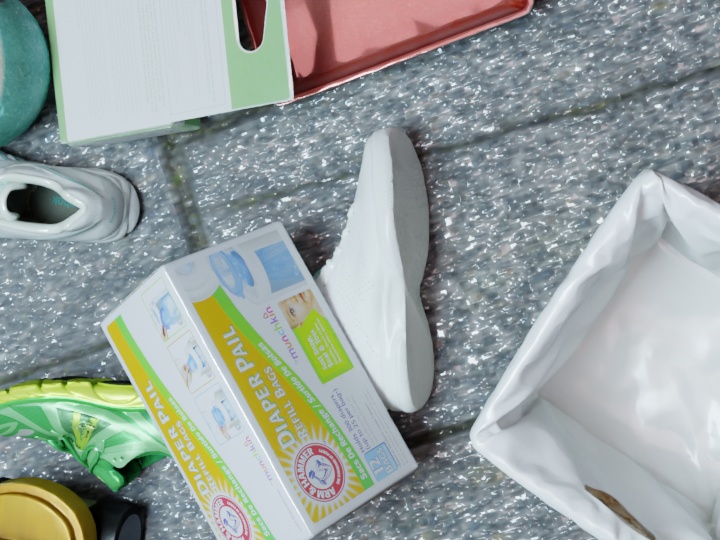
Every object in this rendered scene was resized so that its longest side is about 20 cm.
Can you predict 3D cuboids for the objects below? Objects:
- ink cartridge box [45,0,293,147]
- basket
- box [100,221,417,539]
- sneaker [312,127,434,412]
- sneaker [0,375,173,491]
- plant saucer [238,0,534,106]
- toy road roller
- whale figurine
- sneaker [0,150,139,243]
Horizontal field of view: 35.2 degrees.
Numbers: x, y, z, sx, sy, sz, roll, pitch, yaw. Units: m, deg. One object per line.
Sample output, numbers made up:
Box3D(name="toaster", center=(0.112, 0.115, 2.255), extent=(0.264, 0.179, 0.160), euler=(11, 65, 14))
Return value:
Box3D(name="ink cartridge box", center=(-0.135, -0.175, 0.825), extent=(0.200, 0.048, 0.146), euler=(-6, 89, 22))
Box3D(name="basket", center=(0.204, 0.073, 0.706), extent=(0.198, 0.161, 0.200), euler=(34, 98, 11))
Box3D(name="box", center=(-0.070, 0.086, 0.780), extent=(0.101, 0.112, 0.200), euler=(-36, 82, 46))
Box3D(name="sneaker", center=(0.000, 0.000, 0.803), extent=(0.088, 0.075, 0.201), euler=(0, 92, 25))
Box3D(name="sneaker", center=(-0.198, 0.122, 0.847), extent=(0.199, 0.074, 0.084), euler=(2, 88, 13))
Box3D(name="plant saucer", center=(0.002, -0.241, 0.811), extent=(0.199, 0.037, 0.200), euler=(-18, 88, 13))
Box3D(name="toy road roller", center=(-0.249, 0.251, 0.824), extent=(0.123, 0.146, 0.201), euler=(9, 93, 13))
Box3D(name="whale figurine", center=(-0.310, -0.174, 0.866), extent=(0.200, 0.104, 0.159), euler=(44, 122, 32))
Box3D(name="sneaker", center=(-0.273, -0.058, 0.859), extent=(0.200, 0.080, 0.071), euler=(4, 94, 15))
